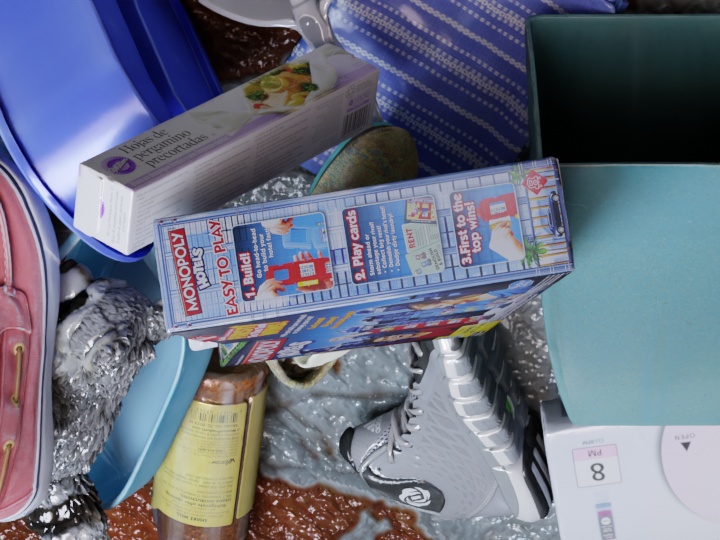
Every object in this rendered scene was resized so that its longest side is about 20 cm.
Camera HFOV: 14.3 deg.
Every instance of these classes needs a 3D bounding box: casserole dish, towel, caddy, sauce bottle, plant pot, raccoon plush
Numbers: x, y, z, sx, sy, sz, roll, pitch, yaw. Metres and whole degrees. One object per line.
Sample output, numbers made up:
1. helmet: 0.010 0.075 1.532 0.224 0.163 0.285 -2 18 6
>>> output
1. casserole dish: -0.138 0.051 1.687 0.121 0.039 0.200 54 137 28
2. towel: 0.041 -0.114 1.609 0.145 0.024 0.200 31 120 -5
3. caddy: -0.152 -0.100 1.564 0.105 0.141 0.200 -33 64 18
4. sauce bottle: -0.096 0.133 1.746 0.066 0.066 0.200 12 118 5
5. plant pot: 0.159 -0.018 1.564 0.141 0.141 0.200 0 127 0
6. raccoon plush: -0.141 0.081 1.633 0.134 0.097 0.200 -1 132 38

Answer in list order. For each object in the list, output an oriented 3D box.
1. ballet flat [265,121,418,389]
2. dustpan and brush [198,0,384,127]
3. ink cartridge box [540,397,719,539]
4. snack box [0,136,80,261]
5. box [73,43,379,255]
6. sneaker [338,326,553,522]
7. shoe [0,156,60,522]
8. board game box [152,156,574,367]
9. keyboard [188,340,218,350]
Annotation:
1. ballet flat: -0.009 -0.001 1.629 0.071 0.071 0.200 28 136 -4
2. dustpan and brush: -0.039 -0.165 1.572 0.139 0.057 0.200 -25 112 28
3. ink cartridge box: 0.201 0.158 1.697 0.162 0.057 0.200 -9 111 5
4. snack box: -0.227 -0.098 1.618 0.200 0.116 0.037 35 119 -9
5. box: -0.067 -0.066 1.494 0.039 0.200 0.041 28 128 29
6. sneaker: 0.031 0.076 1.680 0.115 0.075 0.200 -12 121 21
7. shoe: -0.209 0.036 1.524 0.071 0.091 0.200 -3 89 21
8. board game box: -0.013 0.001 1.485 0.200 0.200 0.062 -6 80 -13
9. keyboard: 0.000 0.000 1.583 0.200 0.011 0.056 -11 121 -9
